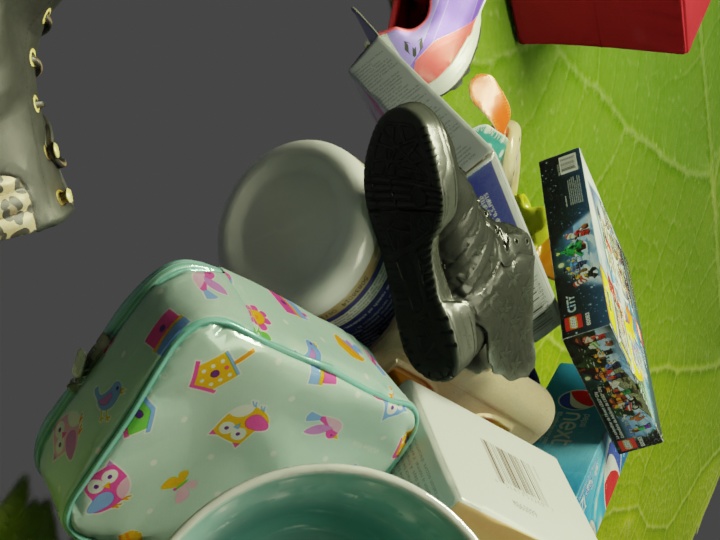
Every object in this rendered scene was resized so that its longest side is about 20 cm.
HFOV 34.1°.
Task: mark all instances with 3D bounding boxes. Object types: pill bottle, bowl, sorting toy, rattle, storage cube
[{"bbox_3d":[0.000,0.000,0.794,0.199,0.114,0.118,32,70,-57],"label":"pill bottle"},{"bbox_3d":[-0.026,0.198,0.605,0.105,0.197,0.205,158,-55,-79],"label":"bowl"},{"bbox_3d":[0.024,0.134,0.801,0.200,0.037,0.184,-48,132,12],"label":"sorting toy"},{"bbox_3d":[0.154,-0.065,0.991,0.130,0.141,0.202,-48,153,-40],"label":"rattle"},{"bbox_3d":[0.230,-0.322,1.058,0.202,0.168,0.181,-60,145,-33],"label":"storage cube"}]

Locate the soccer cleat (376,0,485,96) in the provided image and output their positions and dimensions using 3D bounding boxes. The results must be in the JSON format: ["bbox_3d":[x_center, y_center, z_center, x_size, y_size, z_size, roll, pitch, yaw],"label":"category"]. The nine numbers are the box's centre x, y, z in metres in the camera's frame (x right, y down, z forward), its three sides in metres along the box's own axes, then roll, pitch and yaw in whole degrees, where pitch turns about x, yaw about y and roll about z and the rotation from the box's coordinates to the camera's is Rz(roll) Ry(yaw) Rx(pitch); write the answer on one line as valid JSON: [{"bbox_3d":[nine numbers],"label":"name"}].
[{"bbox_3d":[0.068,-0.231,0.910,0.073,0.068,0.203,39,59,-36],"label":"soccer cleat"}]

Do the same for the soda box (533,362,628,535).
[{"bbox_3d":[0.167,0.148,0.930,0.200,0.067,0.065,-46,132,-55],"label":"soda box"}]

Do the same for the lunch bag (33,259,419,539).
[{"bbox_3d":[-0.077,0.093,0.655,0.199,0.077,0.161,28,105,-42],"label":"lunch bag"}]

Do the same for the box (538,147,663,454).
[{"bbox_3d":[0.186,0.020,0.917,0.202,0.037,0.137,-87,153,-47],"label":"box"}]

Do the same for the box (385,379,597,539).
[{"bbox_3d":[0.033,0.197,0.755,0.151,0.107,0.200,29,112,-33],"label":"box"}]

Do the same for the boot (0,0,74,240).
[{"bbox_3d":[-0.157,-0.102,0.538,0.199,0.072,0.153,-30,122,-49],"label":"boot"}]

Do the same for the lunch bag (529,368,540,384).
[{"bbox_3d":[0.100,0.157,1.013,0.201,0.125,0.173,-67,149,-57],"label":"lunch bag"}]

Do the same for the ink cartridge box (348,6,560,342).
[{"bbox_3d":[0.059,-0.067,0.854,0.043,0.201,0.197,-36,138,-3],"label":"ink cartridge box"}]

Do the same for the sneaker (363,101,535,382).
[{"bbox_3d":[0.063,-0.013,0.714,0.104,0.059,0.203,-30,119,-44],"label":"sneaker"}]
